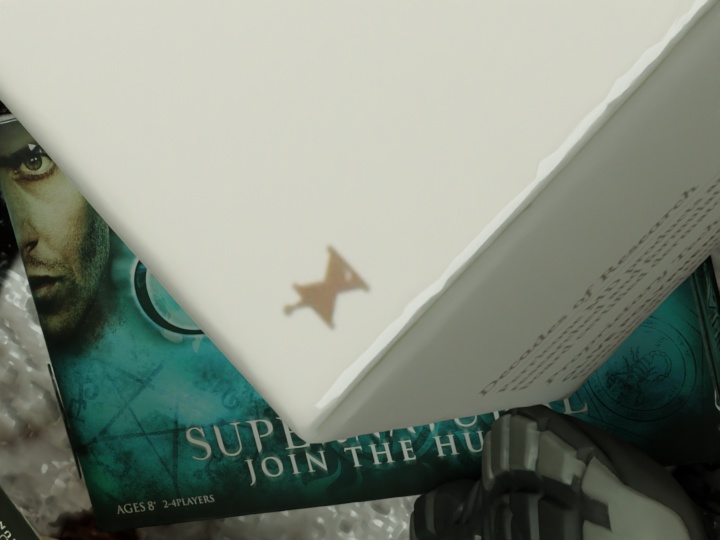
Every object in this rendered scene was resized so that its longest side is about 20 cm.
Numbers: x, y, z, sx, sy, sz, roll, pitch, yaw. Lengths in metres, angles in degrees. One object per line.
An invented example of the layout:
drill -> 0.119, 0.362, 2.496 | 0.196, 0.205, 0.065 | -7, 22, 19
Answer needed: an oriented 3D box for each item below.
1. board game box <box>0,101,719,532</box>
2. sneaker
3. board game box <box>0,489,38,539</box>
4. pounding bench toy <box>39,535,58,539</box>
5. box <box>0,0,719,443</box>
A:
board game box -> 0.000, 0.000, 0.840 | 0.200, 0.028, 0.135 | -9, 106, 20
sneaker -> 0.066, 0.075, 0.768 | 0.079, 0.200, 0.075 | 0, 83, -10
board game box -> -0.136, 0.158, 0.791 | 0.200, 0.028, 0.135 | -36, 93, 25
pounding bench toy -> -0.109, 0.187, 0.886 | 0.156, 0.124, 0.200 | 13, 112, 13
box -> 0.020, -0.100, 0.649 | 0.200, 0.171, 0.199 | -47, 74, 18
